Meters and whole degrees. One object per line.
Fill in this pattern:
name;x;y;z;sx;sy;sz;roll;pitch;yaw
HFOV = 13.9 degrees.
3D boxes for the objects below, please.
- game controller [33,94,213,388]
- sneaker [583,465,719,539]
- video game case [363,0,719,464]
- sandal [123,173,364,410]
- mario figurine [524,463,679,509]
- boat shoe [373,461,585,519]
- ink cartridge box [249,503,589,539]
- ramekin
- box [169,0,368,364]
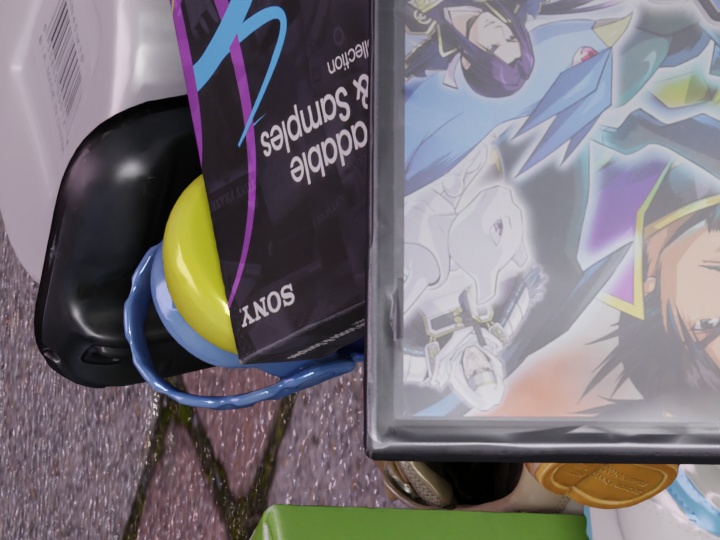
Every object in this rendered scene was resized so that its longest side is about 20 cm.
game controller;-0.017;-0.020;0.986;0.042;0.199;0.105;36;128;43
sneaker;0.095;0.017;0.880;0.081;0.076;0.201;-52;45;38
video game case;0.101;-0.044;0.711;0.026;0.199;0.182;87;-176;-82
sandal;0.000;0.000;0.937;0.087;0.199;0.080;-35;67;44
mario figurine;0.068;-0.039;0.829;0.123;0.106;0.201;-25;58;13
boat shoe;0.039;0.055;1.004;0.200;0.065;0.073;-173;87;-67
ink cartridge box;0.011;0.165;0.945;0.200;0.147;0.076;118;148;-44
ramekin;-0.074;-0.079;1.133;0.200;0.097;0.202;-177;90;-68
box;-0.007;-0.086;0.800;0.143;0.036;0.201;-27;74;56
